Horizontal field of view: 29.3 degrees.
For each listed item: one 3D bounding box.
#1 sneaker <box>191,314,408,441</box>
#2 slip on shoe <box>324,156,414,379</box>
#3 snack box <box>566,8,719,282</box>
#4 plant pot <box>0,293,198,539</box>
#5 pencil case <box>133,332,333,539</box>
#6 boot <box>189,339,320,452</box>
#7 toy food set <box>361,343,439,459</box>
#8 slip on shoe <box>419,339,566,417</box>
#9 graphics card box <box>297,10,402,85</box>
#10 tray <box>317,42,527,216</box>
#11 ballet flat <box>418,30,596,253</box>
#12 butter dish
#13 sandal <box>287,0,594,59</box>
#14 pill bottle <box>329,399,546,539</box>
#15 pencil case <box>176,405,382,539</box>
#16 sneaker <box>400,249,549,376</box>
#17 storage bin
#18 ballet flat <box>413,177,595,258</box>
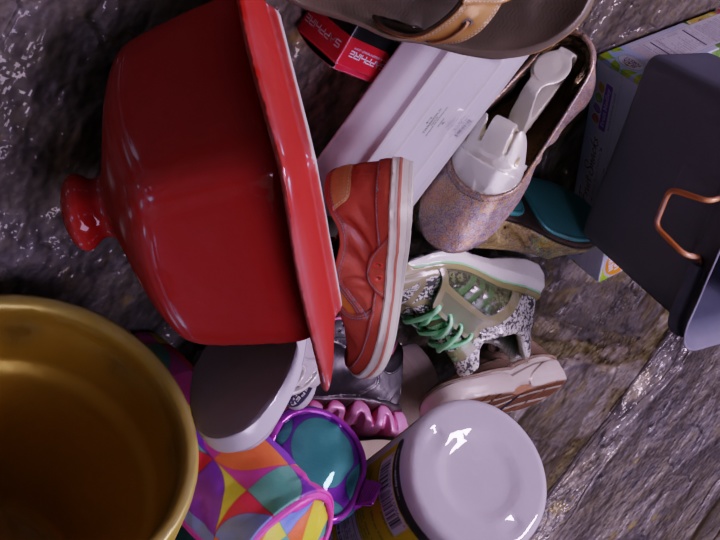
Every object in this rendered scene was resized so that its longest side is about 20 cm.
[{"bbox_3d":[-0.041,0.068,1.025,0.199,0.078,0.097,19,77,-41],"label":"sneaker"},{"bbox_3d":[0.000,0.000,0.914,0.060,0.075,0.201,4,142,0],"label":"slip on shoe"},{"bbox_3d":[0.248,-0.103,1.145,0.141,0.053,0.202,-22,136,-27],"label":"snack box"},{"bbox_3d":[-0.215,0.150,0.831,0.199,0.202,0.190,-15,148,-34],"label":"plant pot"},{"bbox_3d":[-0.106,0.124,0.902,0.088,0.199,0.089,-32,140,-31],"label":"pencil case"},{"bbox_3d":[-0.052,0.061,0.897,0.073,0.201,0.096,-9,129,19],"label":"boot"},{"bbox_3d":[-0.007,0.170,1.159,0.142,0.060,0.202,-22,129,-28],"label":"toy food set"},{"bbox_3d":[0.104,0.087,1.145,0.076,0.061,0.199,-40,161,33],"label":"slip on shoe"},{"bbox_3d":[0.059,-0.208,0.867,0.125,0.051,0.201,12,117,-48],"label":"graphics card box"},{"bbox_3d":[0.044,-0.101,0.896,0.107,0.022,0.201,6,131,-47],"label":"tray"},{"bbox_3d":[0.105,-0.100,0.970,0.201,0.068,0.067,-54,169,-26],"label":"ballet flat"},{"bbox_3d":[-0.098,-0.047,0.786,0.146,0.201,0.201,-12,139,-3],"label":"butter dish"},{"bbox_3d":[0.040,-0.166,0.794,0.197,0.054,0.081,9,109,-5],"label":"sandal"},{"bbox_3d":[0.044,0.182,1.024,0.113,0.115,0.200,-18,164,-31],"label":"pill bottle"},{"bbox_3d":[-0.073,0.176,1.008,0.200,0.092,0.085,-44,-168,48],"label":"pencil case"},{"bbox_3d":[0.071,0.034,1.045,0.198,0.090,0.077,3,166,-38],"label":"sneaker"},{"bbox_3d":[0.253,-0.062,1.030,0.144,0.134,0.202,-10,127,-41],"label":"storage bin"},{"bbox_3d":[0.112,-0.039,1.072,0.199,0.071,0.071,9,118,-48],"label":"ballet flat"}]
